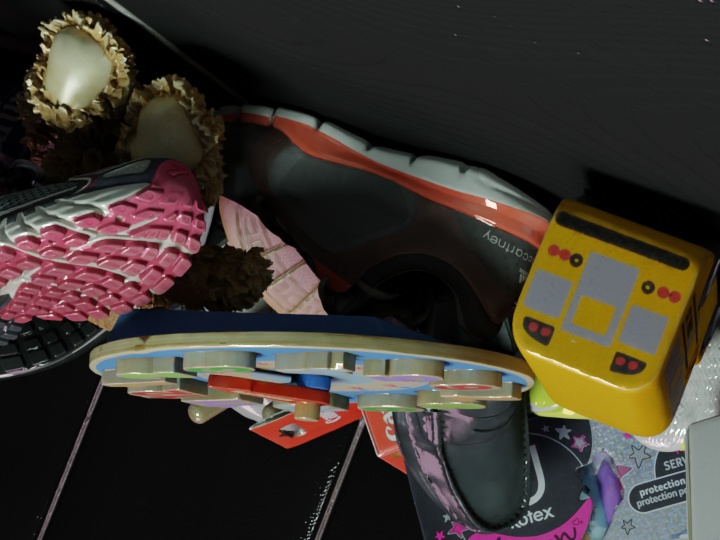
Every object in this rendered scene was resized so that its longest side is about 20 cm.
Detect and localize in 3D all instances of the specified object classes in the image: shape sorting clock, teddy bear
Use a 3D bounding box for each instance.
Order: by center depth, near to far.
[{"bbox_3d":[-0.022,0.048,0.921,0.199,0.039,0.200,6,172,1],"label":"shape sorting clock"},{"bbox_3d":[-0.101,-0.042,0.941,0.145,0.067,0.200,23,149,25],"label":"teddy bear"}]

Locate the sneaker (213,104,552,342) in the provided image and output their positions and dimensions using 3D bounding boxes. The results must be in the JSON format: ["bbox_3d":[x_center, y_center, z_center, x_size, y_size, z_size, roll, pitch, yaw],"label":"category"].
[{"bbox_3d":[-0.011,-0.019,0.933,0.199,0.082,0.077,17,172,35],"label":"sneaker"}]

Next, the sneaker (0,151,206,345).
[{"bbox_3d":[-0.149,-0.019,0.889,0.199,0.075,0.080,-14,154,38],"label":"sneaker"}]

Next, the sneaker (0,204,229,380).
[{"bbox_3d":[-0.139,0.018,1.182,0.076,0.199,0.088,65,-177,26],"label":"sneaker"}]

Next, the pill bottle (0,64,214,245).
[{"bbox_3d":[-0.187,-0.051,1.110,0.199,0.111,0.111,19,173,20],"label":"pill bottle"}]

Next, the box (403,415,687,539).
[{"bbox_3d":[0.139,0.136,1.199,0.199,0.115,0.132,-17,167,5],"label":"box"}]

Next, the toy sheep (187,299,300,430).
[{"bbox_3d":[-0.040,0.040,1.301,0.138,0.139,0.200,26,167,-35],"label":"toy sheep"}]

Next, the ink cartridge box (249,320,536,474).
[{"bbox_3d":[0.043,0.084,1.227,0.199,0.051,0.109,-22,166,6],"label":"ink cartridge box"}]

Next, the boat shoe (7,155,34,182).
[{"bbox_3d":[-0.196,-0.026,1.009,0.062,0.201,0.075,11,158,-18],"label":"boat shoe"}]

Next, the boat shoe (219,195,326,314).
[{"bbox_3d":[0.000,0.000,1.105,0.071,0.070,0.200,-28,123,28],"label":"boat shoe"}]

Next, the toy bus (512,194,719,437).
[{"bbox_3d":[0.114,0.022,0.884,0.065,0.079,0.200,20,173,13],"label":"toy bus"}]

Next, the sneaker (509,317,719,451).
[{"bbox_3d":[0.164,0.049,1.062,0.105,0.076,0.200,4,-176,-34],"label":"sneaker"}]

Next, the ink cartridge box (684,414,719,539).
[{"bbox_3d":[0.267,0.121,0.951,0.200,0.084,0.146,26,144,-38],"label":"ink cartridge box"}]

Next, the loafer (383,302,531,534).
[{"bbox_3d":[0.052,0.058,1.051,0.070,0.068,0.201,26,141,50],"label":"loafer"}]
